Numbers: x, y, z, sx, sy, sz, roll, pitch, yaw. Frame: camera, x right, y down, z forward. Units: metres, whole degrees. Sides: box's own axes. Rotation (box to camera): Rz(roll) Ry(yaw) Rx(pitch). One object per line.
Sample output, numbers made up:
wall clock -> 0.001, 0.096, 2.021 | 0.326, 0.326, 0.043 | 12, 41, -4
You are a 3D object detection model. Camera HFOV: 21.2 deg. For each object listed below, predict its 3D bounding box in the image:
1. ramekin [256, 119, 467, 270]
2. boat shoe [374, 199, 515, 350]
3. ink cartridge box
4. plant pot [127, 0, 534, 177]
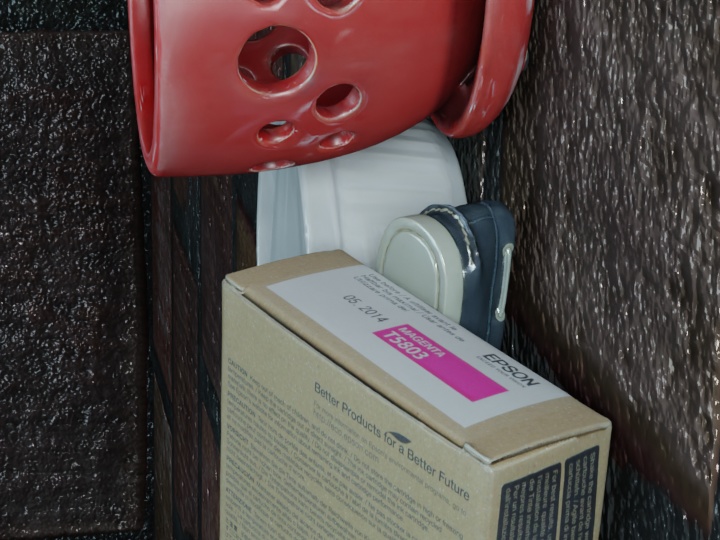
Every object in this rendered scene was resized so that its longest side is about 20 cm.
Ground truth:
ramekin -> 0.000, 0.000, 1.070 | 0.202, 0.093, 0.205 | 177, 90, -79
boat shoe -> 0.038, 0.056, 0.943 | 0.075, 0.061, 0.202 | 35, 131, 45
ink cartridge box -> 0.016, 0.105, 0.870 | 0.200, 0.075, 0.166 | 33, 128, 46
plant pot -> -0.020, -0.147, 0.915 | 0.200, 0.180, 0.203 | 178, 90, -78
